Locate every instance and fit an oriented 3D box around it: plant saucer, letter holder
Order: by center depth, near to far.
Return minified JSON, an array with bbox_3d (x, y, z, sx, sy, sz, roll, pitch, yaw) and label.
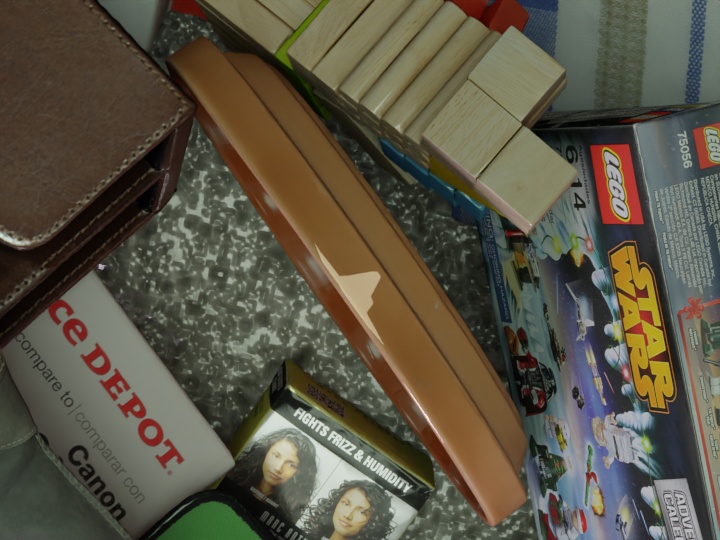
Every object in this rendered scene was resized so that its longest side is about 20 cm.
[{"bbox_3d":[-0.177,-0.066,0.868,0.142,0.101,0.200,-42,84,-17],"label":"letter holder"},{"bbox_3d":[0.000,0.000,0.896,0.032,0.200,0.201,-36,96,-3],"label":"plant saucer"}]

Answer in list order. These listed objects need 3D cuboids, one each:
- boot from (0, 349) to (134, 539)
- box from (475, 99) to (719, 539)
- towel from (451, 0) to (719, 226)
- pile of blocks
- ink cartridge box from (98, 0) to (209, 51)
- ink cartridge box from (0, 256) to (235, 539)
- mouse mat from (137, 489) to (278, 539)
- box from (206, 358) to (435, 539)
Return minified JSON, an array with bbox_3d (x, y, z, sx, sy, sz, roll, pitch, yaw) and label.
[{"bbox_3d":[-0.152,0.113,0.856,0.181,0.073,0.200,-21,117,15],"label":"boot"},{"bbox_3d":[0.095,0.045,0.863,0.040,0.137,0.201,-14,97,-21],"label":"box"},{"bbox_3d":[0.125,-0.065,0.897,0.199,0.024,0.148,12,117,24],"label":"towel"},{"bbox_3d":[0.021,-0.071,0.868,0.062,0.200,0.082,-49,135,-5],"label":"pile of blocks"},{"bbox_3d":[-0.058,-0.166,0.908,0.173,0.044,0.201,20,125,3],"label":"ink cartridge box"},{"bbox_3d":[-0.169,0.076,0.934,0.200,0.084,0.145,-38,96,-18],"label":"ink cartridge box"},{"bbox_3d":[-0.088,0.186,0.949,0.200,0.008,0.161,-40,129,-3],"label":"mouse mat"},{"bbox_3d":[-0.057,0.138,0.993,0.075,0.050,0.200,36,99,-6],"label":"box"}]
